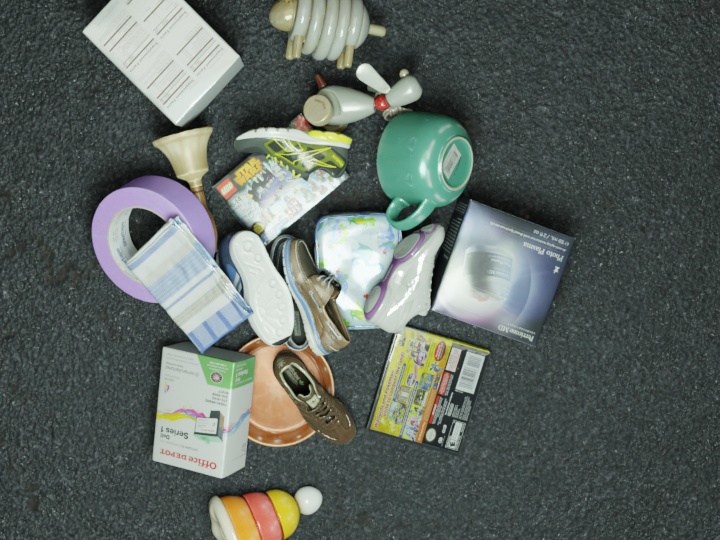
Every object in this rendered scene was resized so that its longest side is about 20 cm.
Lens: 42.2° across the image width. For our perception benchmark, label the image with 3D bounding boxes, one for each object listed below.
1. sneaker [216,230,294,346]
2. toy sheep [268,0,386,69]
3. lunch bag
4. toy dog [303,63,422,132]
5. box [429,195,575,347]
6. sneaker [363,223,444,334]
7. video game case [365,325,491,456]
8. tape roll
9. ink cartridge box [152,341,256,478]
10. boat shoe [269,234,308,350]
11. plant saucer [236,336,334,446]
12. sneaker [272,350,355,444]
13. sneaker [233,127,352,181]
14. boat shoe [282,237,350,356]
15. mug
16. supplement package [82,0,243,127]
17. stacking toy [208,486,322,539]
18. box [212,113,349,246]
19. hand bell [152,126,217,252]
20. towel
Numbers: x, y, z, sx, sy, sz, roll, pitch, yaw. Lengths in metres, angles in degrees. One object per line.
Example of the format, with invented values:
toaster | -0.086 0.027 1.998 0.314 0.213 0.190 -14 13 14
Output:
sneaker | -0.182 0.032 1.572 0.080 0.146 0.203 -22 92 -22
toy sheep | -0.054 -0.407 1.536 0.197 0.138 0.140 6 97 -20
lunch bag | 0.000 0.000 1.609 0.158 0.082 0.203 -3 97 -3
toy dog | -0.003 -0.300 1.556 0.197 0.132 0.098 -13 83 -6
box | 0.236 0.000 1.608 0.197 0.123 0.201 19 97 -6
sneaker | 0.088 0.015 1.559 0.099 0.075 0.201 32 94 -24
video game case | 0.121 0.214 1.674 0.178 0.026 0.203 16 96 -6
tape roll | -0.343 -0.051 1.545 0.197 0.066 0.203 8 114 17
ink cartridge box | -0.268 0.236 1.595 0.143 0.084 0.203 9 97 20
boat shoe | -0.117 0.036 1.600 0.071 0.068 0.203 -4 84 -7
plant saucer | -0.145 0.210 1.650 0.197 0.032 0.204 0 96 -4
sneaker | -0.083 0.228 1.603 0.070 0.076 0.200 -41 98 1
sneaker | -0.112 -0.192 1.541 0.197 0.074 0.086 2 96 -4
boat shoe | -0.067 0.036 1.538 0.072 0.072 0.203 -15 100 23
mug | 0.117 -0.167 1.548 0.151 0.113 0.188 -19 113 -44
supplement package | -0.312 -0.357 1.507 0.200 0.152 0.151 44 92 -8
stacking toy | -0.159 0.437 1.649 0.198 0.146 0.148 -19 99 -21
box | -0.136 -0.153 1.602 0.199 0.040 0.137 -40 97 2
hand bell | -0.272 -0.128 1.555 0.103 0.104 0.203 -14 95 -2
towel | -0.278 0.026 1.502 0.146 0.024 0.201 -35 98 32
